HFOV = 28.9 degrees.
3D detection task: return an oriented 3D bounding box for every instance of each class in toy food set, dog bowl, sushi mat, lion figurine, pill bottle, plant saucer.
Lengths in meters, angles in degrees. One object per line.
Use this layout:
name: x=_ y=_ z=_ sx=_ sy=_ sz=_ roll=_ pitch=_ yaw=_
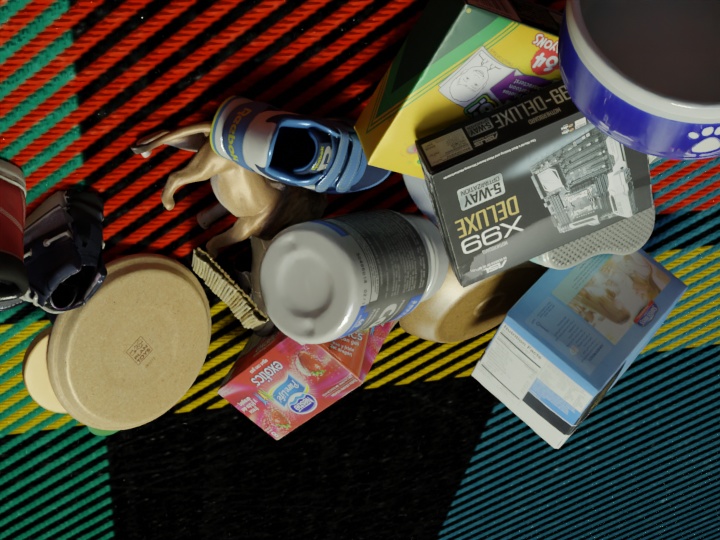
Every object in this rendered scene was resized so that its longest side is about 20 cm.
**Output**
toy food set: x=-0.241 y=0.077 z=1.456 sx=0.197 sy=0.048 sz=0.201 roll=33 pitch=86 yaw=-43
dog bowl: x=0.263 y=-0.194 z=1.143 sx=0.197 sy=0.202 sz=0.079 roll=-9 pitch=152 yaw=-7
sushi mat: x=-0.133 y=0.021 z=1.383 sx=0.012 sy=0.096 sz=0.200 roll=-43 pitch=-178 yaw=-8
lion figurine: x=-0.117 y=-0.085 z=1.304 sx=0.122 sy=0.073 sz=0.200 roll=-27 pitch=144 yaw=11
pill bottle: x=0.000 y=0.000 z=1.365 sx=0.113 sy=0.115 sz=0.199 roll=-34 pitch=169 yaw=32
plant saucer: x=0.138 y=0.025 z=1.563 sx=0.198 sy=0.036 sz=0.201 roll=-25 pitch=155 yaw=-13

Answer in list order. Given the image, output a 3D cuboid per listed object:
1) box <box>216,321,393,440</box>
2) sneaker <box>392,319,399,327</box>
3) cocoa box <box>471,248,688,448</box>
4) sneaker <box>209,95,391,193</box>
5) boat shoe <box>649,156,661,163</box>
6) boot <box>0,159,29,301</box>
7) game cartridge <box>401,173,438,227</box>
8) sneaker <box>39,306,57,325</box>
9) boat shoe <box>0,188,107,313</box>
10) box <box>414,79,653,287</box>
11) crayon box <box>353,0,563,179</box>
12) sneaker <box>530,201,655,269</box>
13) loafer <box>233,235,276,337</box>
box: x=-0.061 y=0.094 z=1.534 sx=0.095 sy=0.100 sz=0.200 roll=39 pitch=141 yaw=-11
sneaker: x=0.003 y=0.033 z=1.546 sx=0.075 sy=0.071 sz=0.201 roll=2 pitch=145 yaw=-13
cocoa box: x=0.242 y=0.066 z=1.544 sx=0.200 sy=0.133 sz=0.132 roll=-42 pitch=165 yaw=-34
sneaker: x=-0.038 y=-0.105 z=1.264 sx=0.198 sy=0.082 sz=0.075 roll=5 pitch=103 yaw=-40
boat shoe: x=0.304 y=-0.150 z=1.391 sx=0.199 sy=0.073 sz=0.062 roll=-36 pitch=-174 yaw=22
boot: x=-0.370 y=-0.045 z=1.196 sx=0.072 sy=0.146 sz=0.199 roll=-31 pitch=144 yaw=32
game cartridge: x=0.110 y=-0.104 z=1.395 sx=0.132 sy=0.041 sz=0.200 roll=-22 pitch=148 yaw=8
sneaker: x=-0.276 y=0.075 z=1.497 sx=0.075 sy=0.078 sz=0.200 roll=-20 pitch=146 yaw=14
boat shoe: x=-0.317 y=0.009 z=1.356 sx=0.074 sy=0.094 sz=0.200 roll=15 pitch=139 yaw=-39
box: x=0.158 y=-0.085 z=1.251 sx=0.198 sy=0.050 sz=0.159 roll=-22 pitch=138 yaw=-3
crayon box: x=0.120 y=-0.154 z=1.246 sx=0.198 sy=0.059 sz=0.173 roll=12 pitch=126 yaw=-31
sneaker: x=0.237 y=-0.054 z=1.503 sx=0.199 sy=0.081 sz=0.075 roll=-11 pitch=112 yaw=-41
loafer: x=-0.097 y=-0.002 z=1.466 sx=0.070 sy=0.073 sz=0.201 roll=27 pitch=144 yaw=1
